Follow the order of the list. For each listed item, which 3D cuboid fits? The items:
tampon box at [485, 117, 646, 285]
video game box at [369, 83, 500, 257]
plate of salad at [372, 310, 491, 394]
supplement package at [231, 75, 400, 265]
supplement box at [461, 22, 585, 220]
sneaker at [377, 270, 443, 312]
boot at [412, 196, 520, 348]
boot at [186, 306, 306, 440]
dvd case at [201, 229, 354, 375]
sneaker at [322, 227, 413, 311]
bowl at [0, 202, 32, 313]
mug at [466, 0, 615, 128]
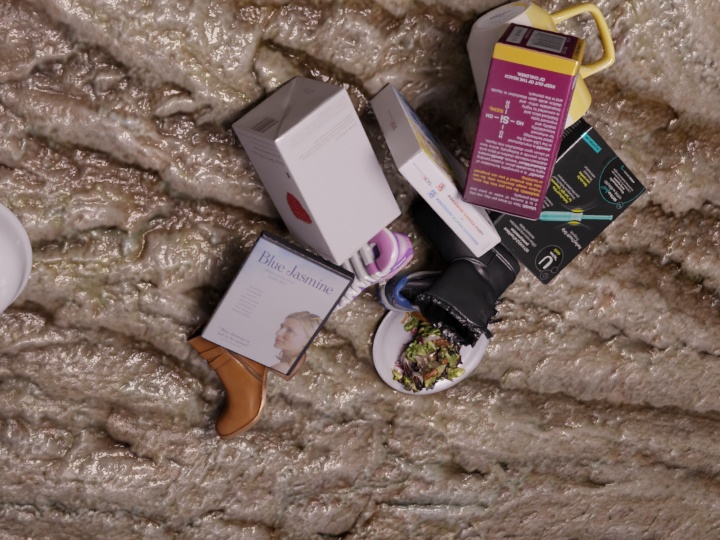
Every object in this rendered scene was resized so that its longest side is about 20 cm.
[{"bbox_3d":[0.272,-0.115,1.417,0.200,0.127,0.150,-45,122,10],"label":"tampon box"},{"bbox_3d":[0.097,-0.135,1.304,0.047,0.201,0.182,-35,123,13],"label":"video game box"},{"bbox_3d":[0.117,0.117,1.544,0.197,0.048,0.202,-8,121,-14],"label":"plate of salad"},{"bbox_3d":[-0.055,-0.131,1.286,0.119,0.121,0.201,-40,125,-18],"label":"supplement package"},{"bbox_3d":[0.200,-0.184,1.205,0.102,0.131,0.202,14,116,10],"label":"supplement box"},{"bbox_3d":[0.130,0.032,1.458,0.197,0.085,0.078,-7,89,-12],"label":"sneaker"},{"bbox_3d":[0.126,0.002,1.381,0.198,0.163,0.073,40,142,-1],"label":"boot"},{"bbox_3d":[-0.195,0.148,1.446,0.155,0.077,0.200,34,114,-23],"label":"boot"},{"bbox_3d":[-0.115,0.049,1.346,0.141,0.018,0.201,25,122,-15],"label":"dvd case"},{"bbox_3d":[0.000,0.000,1.398,0.199,0.081,0.088,-32,166,38],"label":"sneaker"},{"bbox_3d":[-0.520,0.004,1.246,0.198,0.091,0.203,-8,121,-14],"label":"bowl"},{"bbox_3d":[0.226,-0.281,1.317,0.186,0.149,0.154,-40,118,-26],"label":"mug"}]
